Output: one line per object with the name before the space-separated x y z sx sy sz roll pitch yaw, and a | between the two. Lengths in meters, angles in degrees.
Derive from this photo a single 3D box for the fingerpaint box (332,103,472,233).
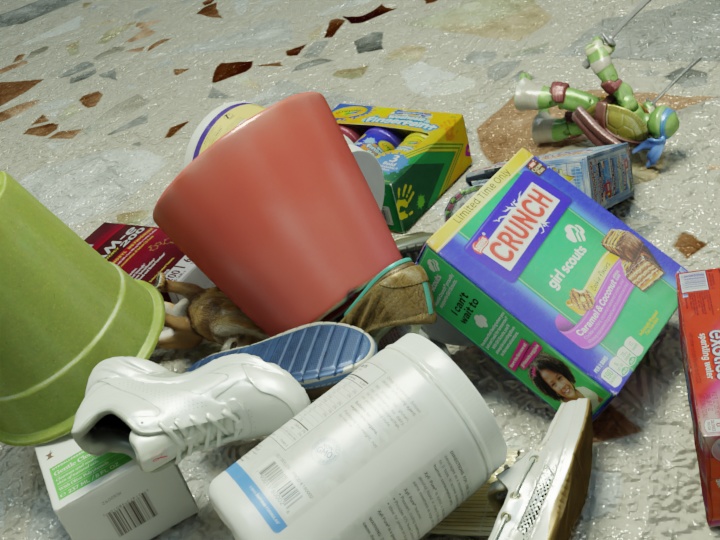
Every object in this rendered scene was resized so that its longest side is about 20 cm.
fingerpaint box | 0.011 -0.135 1.284 0.199 0.074 0.167 12 43 37

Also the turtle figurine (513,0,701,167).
turtle figurine | 0.296 -0.219 1.228 0.192 0.202 0.143 4 3 36

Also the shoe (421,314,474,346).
shoe | 0.130 0.011 1.008 0.198 0.072 0.091 -15 28 -20

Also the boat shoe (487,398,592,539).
boat shoe | 0.128 0.170 0.775 0.069 0.071 0.200 5 39 26

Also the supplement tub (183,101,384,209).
supplement tub | -0.086 -0.101 1.160 0.199 0.146 0.145 23 48 35

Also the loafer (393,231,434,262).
loafer | 0.000 0.000 1.085 0.198 0.076 0.070 -18 36 -2

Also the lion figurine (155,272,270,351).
lion figurine | -0.175 0.053 1.063 0.199 0.122 0.073 -4 70 60

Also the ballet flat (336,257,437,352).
ballet flat | 0.002 0.065 0.910 0.067 0.073 0.200 -17 -17 -46

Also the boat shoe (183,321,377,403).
boat shoe | -0.062 0.099 0.895 0.198 0.073 0.073 -12 34 32

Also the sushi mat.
sushi mat | 0.029 0.180 0.858 0.198 0.012 0.096 -2 36 21

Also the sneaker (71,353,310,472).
sneaker | -0.138 0.125 0.823 0.198 0.079 0.100 -4 33 14

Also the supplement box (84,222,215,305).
supplement box | -0.253 0.002 1.208 0.198 0.061 0.109 5 39 32

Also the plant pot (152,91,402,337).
plant pot | -0.065 -0.037 0.969 0.200 0.178 0.200 -36 -5 -4

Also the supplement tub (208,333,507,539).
supplement tub | -0.002 0.156 0.778 0.199 0.133 0.132 -35 36 -16

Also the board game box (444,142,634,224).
board game box | 0.187 -0.087 1.073 0.198 0.062 0.200 -8 6 13

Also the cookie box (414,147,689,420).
cookie box | 0.168 0.011 0.907 0.199 0.075 0.171 38 53 12

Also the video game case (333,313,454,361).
video game case | -0.006 0.098 0.979 0.180 0.023 0.200 -18 29 -3

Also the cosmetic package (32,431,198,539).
cosmetic package | -0.234 0.161 0.937 0.107 0.085 0.200 -29 35 -14

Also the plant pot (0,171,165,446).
plant pot | -0.308 0.019 0.913 0.198 0.191 0.201 -20 38 16

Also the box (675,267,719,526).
box | 0.305 0.090 0.795 0.099 0.096 0.201 -7 34 15
